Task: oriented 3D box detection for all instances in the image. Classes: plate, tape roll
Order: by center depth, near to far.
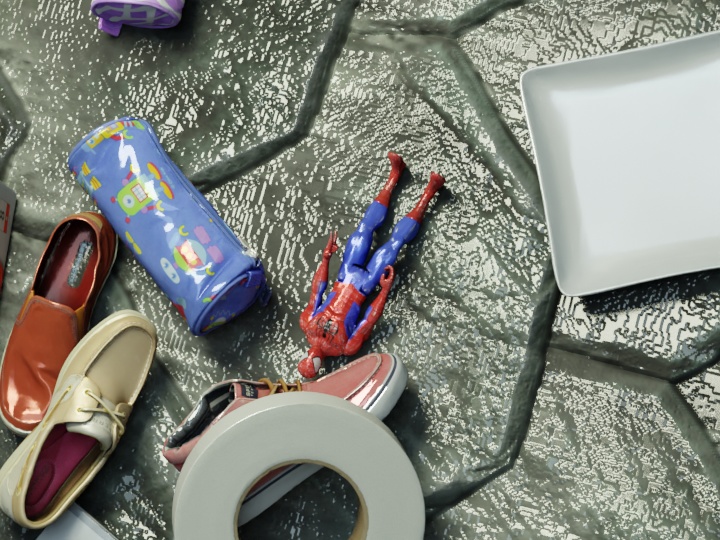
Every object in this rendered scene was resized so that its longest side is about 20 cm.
[{"bbox_3d":[-0.049,0.196,1.642,0.203,0.037,0.203,-2,103,-8],"label":"tape roll"},{"bbox_3d":[0.245,-0.087,1.713,0.200,0.032,0.200,-11,77,5],"label":"plate"}]

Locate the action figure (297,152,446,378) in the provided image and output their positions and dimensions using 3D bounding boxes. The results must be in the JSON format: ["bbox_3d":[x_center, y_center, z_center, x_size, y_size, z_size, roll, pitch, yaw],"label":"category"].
[{"bbox_3d":[0.000,0.000,1.722,0.065,0.052,0.200,26,85,10],"label":"action figure"}]

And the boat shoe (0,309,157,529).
[{"bbox_3d":[-0.223,0.127,1.700,0.074,0.069,0.200,31,90,-28],"label":"boat shoe"}]

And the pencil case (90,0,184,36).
[{"bbox_3d":[-0.181,-0.307,1.798,0.085,0.084,0.200,-3,72,44],"label":"pencil case"}]

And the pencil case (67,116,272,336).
[{"bbox_3d":[-0.159,-0.040,1.735,0.087,0.078,0.200,-43,75,15],"label":"pencil case"}]

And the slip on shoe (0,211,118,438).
[{"bbox_3d":[-0.257,0.042,1.740,0.074,0.061,0.200,18,82,10],"label":"slip on shoe"}]

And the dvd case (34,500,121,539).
[{"bbox_3d":[-0.245,0.310,1.697,0.150,0.025,0.200,38,85,14],"label":"dvd case"}]

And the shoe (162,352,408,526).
[{"bbox_3d":[-0.061,0.115,1.673,0.200,0.071,0.091,-38,114,2],"label":"shoe"}]

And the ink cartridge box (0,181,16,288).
[{"bbox_3d":[-0.339,-0.014,1.691,0.050,0.200,0.162,6,79,7],"label":"ink cartridge box"}]
